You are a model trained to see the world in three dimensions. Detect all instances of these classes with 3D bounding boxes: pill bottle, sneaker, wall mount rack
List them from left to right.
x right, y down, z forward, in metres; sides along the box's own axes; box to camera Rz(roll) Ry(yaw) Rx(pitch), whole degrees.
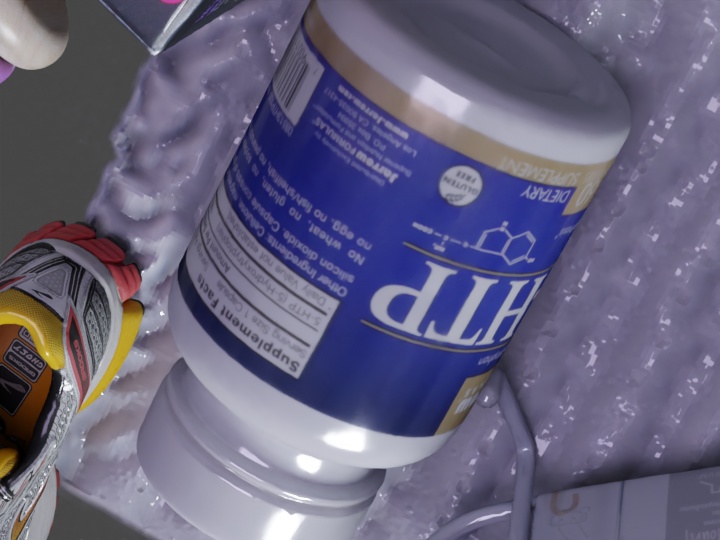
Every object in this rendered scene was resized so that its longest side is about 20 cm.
[{"bbox_3d":[-0.158,0.074,0.919,0.078,0.082,0.200,28,113,6],"label":"sneaker"},{"bbox_3d":[0.000,0.000,0.828,0.119,0.120,0.200,30,114,5],"label":"pill bottle"},{"bbox_3d":[0.096,0.096,0.801,0.199,0.174,0.075,-11,127,19],"label":"wall mount rack"}]

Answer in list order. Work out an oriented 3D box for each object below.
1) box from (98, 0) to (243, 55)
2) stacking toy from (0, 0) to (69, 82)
[{"bbox_3d":[-0.045,-0.164,0.745,0.122,0.200,0.106,44,113,0],"label":"box"},{"bbox_3d":[-0.213,-0.079,0.866,0.199,0.085,0.086,-24,99,10],"label":"stacking toy"}]
